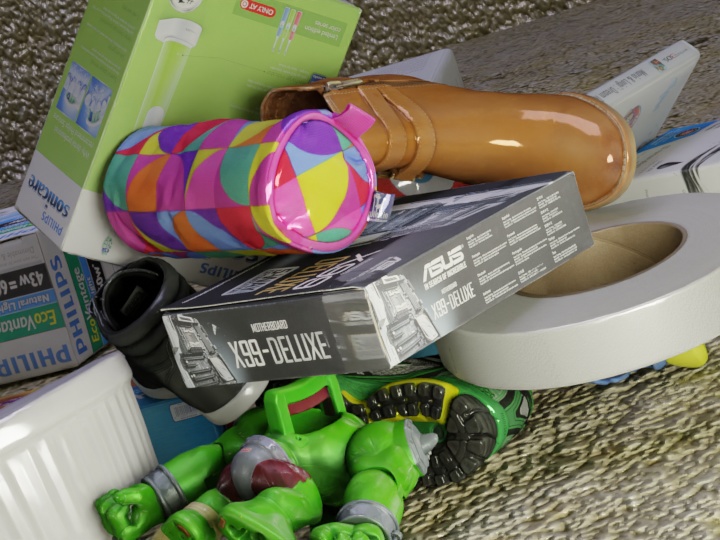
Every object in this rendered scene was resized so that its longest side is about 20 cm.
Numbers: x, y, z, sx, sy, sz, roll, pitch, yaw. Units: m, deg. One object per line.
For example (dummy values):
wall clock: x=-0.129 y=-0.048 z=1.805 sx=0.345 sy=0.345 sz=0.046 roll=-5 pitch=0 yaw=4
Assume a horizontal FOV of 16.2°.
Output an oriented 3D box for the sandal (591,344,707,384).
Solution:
sandal: x=0.157 y=0.022 z=1.586 sx=0.087 sy=0.080 sz=0.200 roll=-21 pitch=9 yaw=3

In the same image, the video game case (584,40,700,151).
video game case: x=0.153 y=-0.058 z=1.794 sx=0.182 sy=0.024 sz=0.201 roll=-31 pitch=-27 yaw=-51

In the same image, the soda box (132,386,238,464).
soda box: x=-0.175 y=0.121 z=1.660 sx=0.199 sy=0.065 sz=0.068 roll=-14 pitch=11 yaw=16

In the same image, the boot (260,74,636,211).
boot: x=0.051 y=-0.076 z=1.518 sx=0.199 sy=0.074 sz=0.154 roll=11 pitch=8 yaw=43

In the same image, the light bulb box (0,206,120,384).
light bulb box: x=-0.309 y=0.018 z=2.251 sx=0.197 sy=0.126 sz=0.200 roll=-14 pitch=10 yaw=22

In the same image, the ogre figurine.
ogre figurine: x=-0.040 y=0.117 z=1.366 sx=0.120 sy=0.098 sz=0.200 roll=-40 pitch=10 yaw=-36

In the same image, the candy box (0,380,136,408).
candy box: x=-0.201 y=0.113 z=1.772 sx=0.199 sy=0.057 sz=0.117 roll=-13 pitch=11 yaw=20

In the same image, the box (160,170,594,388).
box: x=0.012 y=0.005 z=1.426 sx=0.157 sy=0.050 sz=0.200 roll=-8 pitch=14 yaw=43

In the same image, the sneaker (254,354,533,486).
sneaker: x=0.017 y=0.089 z=1.513 sx=0.199 sy=0.079 sz=0.085 roll=3 pitch=15 yaw=40

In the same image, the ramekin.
ramekin: x=-0.207 y=0.134 z=1.479 sx=0.202 sy=0.095 sz=0.202 roll=-27 pitch=2 yaw=1

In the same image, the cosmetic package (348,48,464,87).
cosmetic package: x=0.013 y=-0.065 z=2.015 sx=0.165 sy=0.168 sz=0.200 roll=-15 pitch=10 yaw=9

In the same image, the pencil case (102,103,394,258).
pencil case: x=-0.069 y=-0.049 z=1.464 sx=0.088 sy=0.089 sz=0.200 roll=-25 pitch=14 yaw=-34

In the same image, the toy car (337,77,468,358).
toy car: x=0.000 y=0.000 z=1.636 sx=0.177 sy=0.184 sz=0.200 roll=-56 pitch=11 yaw=27

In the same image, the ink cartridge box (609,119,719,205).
ink cartridge box: x=0.279 y=-0.058 z=1.754 sx=0.199 sy=0.085 sz=0.146 roll=-11 pitch=12 yaw=38

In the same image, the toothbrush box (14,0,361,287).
toothbrush box: x=-0.109 y=-0.101 z=1.592 sx=0.145 sy=0.201 sz=0.086 roll=13 pitch=12 yaw=-34

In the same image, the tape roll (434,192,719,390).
tape roll: x=0.140 y=0.010 z=1.452 sx=0.202 sy=0.037 sz=0.203 roll=-16 pitch=17 yaw=5

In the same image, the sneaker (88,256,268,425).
sneaker: x=-0.127 y=0.030 z=1.570 sx=0.071 sy=0.099 sz=0.200 roll=-47 pitch=21 yaw=-9
